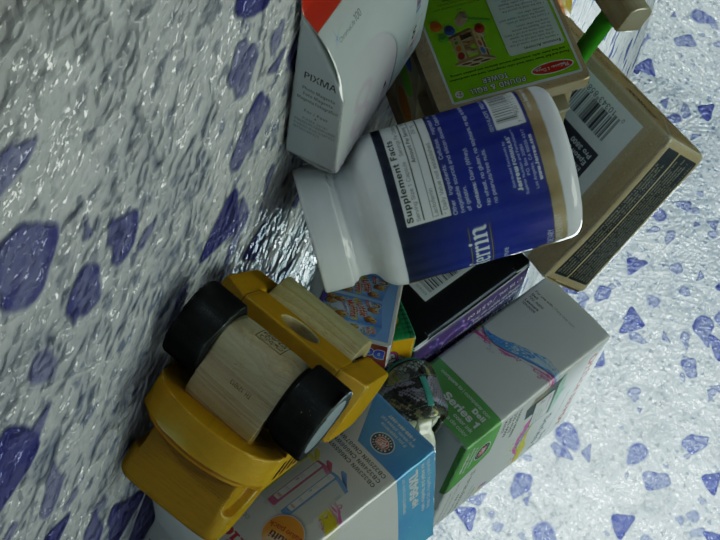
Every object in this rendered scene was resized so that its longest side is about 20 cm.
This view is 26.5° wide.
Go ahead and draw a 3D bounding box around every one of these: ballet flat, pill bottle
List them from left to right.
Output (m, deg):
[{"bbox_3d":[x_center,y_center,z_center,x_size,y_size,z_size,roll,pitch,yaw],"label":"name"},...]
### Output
[{"bbox_3d":[0.025,0.160,1.253,0.072,0.071,0.202,-56,168,-46],"label":"ballet flat"},{"bbox_3d":[0.055,-0.056,1.130,0.116,0.197,0.117,-15,90,-90],"label":"pill bottle"}]

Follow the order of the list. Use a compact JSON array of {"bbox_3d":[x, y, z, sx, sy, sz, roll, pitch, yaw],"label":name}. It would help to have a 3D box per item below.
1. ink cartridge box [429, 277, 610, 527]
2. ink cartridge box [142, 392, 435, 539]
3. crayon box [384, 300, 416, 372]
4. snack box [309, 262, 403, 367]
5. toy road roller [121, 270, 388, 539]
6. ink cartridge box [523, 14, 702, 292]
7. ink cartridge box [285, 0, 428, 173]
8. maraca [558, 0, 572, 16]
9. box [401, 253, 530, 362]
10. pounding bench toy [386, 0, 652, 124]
[{"bbox_3d":[0.114,0.117,1.358,0.199,0.084,0.146,-33,156,-34],"label":"ink cartridge box"},{"bbox_3d":[-0.058,0.182,1.133,0.199,0.128,0.126,-35,149,-25],"label":"ink cartridge box"},{"bbox_3d":[-0.032,0.108,1.267,0.201,0.117,0.059,102,-27,-45],"label":"crayon box"},{"bbox_3d":[0.000,0.000,1.217,0.201,0.071,0.025,-77,-179,-55],"label":"snack box"},{"bbox_3d":[-0.079,0.092,1.041,0.147,0.122,0.200,-54,172,13],"label":"toy road roller"},{"bbox_3d":[0.174,-0.111,1.346,0.165,0.201,0.075,-49,146,17],"label":"ink cartridge box"},{"bbox_3d":[0.007,-0.191,1.057,0.163,0.057,0.201,-59,171,-37],"label":"ink cartridge box"},{"bbox_3d":[0.152,-0.269,1.461,0.138,0.106,0.202,116,-6,-54],"label":"maraca"},{"bbox_3d":[0.053,0.050,1.386,0.147,0.104,0.201,-35,157,-25],"label":"box"},{"bbox_3d":[0.133,-0.159,1.261,0.157,0.197,0.125,92,-20,-63],"label":"pounding bench toy"}]
